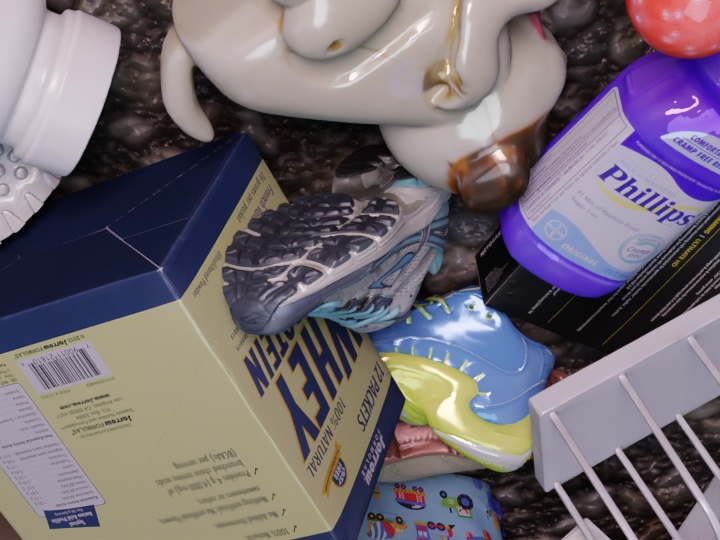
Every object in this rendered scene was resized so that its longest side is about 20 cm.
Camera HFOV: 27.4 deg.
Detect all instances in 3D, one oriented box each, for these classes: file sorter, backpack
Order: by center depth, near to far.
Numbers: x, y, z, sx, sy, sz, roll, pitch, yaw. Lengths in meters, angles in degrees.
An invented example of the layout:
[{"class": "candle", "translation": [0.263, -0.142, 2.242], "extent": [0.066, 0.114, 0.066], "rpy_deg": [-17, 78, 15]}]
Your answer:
[{"class": "file sorter", "translation": [0.218, 0.103, 0.880], "extent": [0.199, 0.125, 0.139], "rpy_deg": [-28, 152, -5]}, {"class": "backpack", "translation": [0.021, 0.249, 1.024], "extent": [0.182, 0.201, 0.135], "rpy_deg": [15, 130, -15]}]

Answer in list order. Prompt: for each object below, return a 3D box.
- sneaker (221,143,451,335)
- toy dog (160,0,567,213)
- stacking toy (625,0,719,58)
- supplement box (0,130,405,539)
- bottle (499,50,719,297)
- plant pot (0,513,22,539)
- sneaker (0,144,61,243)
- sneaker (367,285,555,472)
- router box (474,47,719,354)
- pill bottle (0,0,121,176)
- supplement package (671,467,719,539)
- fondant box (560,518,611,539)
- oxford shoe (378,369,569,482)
[{"class": "sneaker", "translation": [0.000, 0.000, 0.789], "extent": [0.077, 0.200, 0.087], "rpy_deg": [6, 115, 30]}, {"class": "toy dog", "translation": [0.020, -0.108, 0.729], "extent": [0.200, 0.140, 0.194], "rpy_deg": [29, 105, -36]}, {"class": "stacking toy", "translation": [0.135, -0.164, 0.648], "extent": [0.085, 0.201, 0.086], "rpy_deg": [-2, 133, -2]}, {"class": "supplement box", "translation": [-0.115, 0.063, 0.838], "extent": [0.199, 0.134, 0.200], "rpy_deg": [-16, 119, 28]}, {"class": "bottle", "translation": [0.158, -0.068, 0.749], "extent": [0.083, 0.065, 0.200], "rpy_deg": [25, 131, -25]}, {"class": "plant pot", "translation": [-0.209, 0.235, 1.015], "extent": [0.199, 0.175, 0.201], "rpy_deg": [-2, 133, -2]}, {"class": "sneaker", "translation": [-0.254, -0.031, 0.844], "extent": [0.200, 0.081, 0.077], "rpy_deg": [-33, 102, 2]}, {"class": "sneaker", "translation": [0.033, 0.042, 0.935], "extent": [0.199, 0.076, 0.105], "rpy_deg": [28, 85, -3]}, {"class": "router box", "translation": [0.184, -0.033, 0.872], "extent": [0.149, 0.051, 0.200], "rpy_deg": [22, 128, -24]}, {"class": "pill bottle", "translation": [-0.226, -0.119, 0.732], "extent": [0.199, 0.113, 0.112], "rpy_deg": [20, 129, -20]}, {"class": "supplement package", "translation": [0.313, 0.255, 1.018], "extent": [0.199, 0.151, 0.152], "rpy_deg": [23, 142, 30]}, {"class": "fondant box", "translation": [0.173, 0.278, 1.006], "extent": [0.058, 0.144, 0.200], "rpy_deg": [-36, 152, -24]}, {"class": "oxford shoe", "translation": [0.058, 0.105, 0.998], "extent": [0.199, 0.071, 0.074], "rpy_deg": [-4, 158, -1]}]
